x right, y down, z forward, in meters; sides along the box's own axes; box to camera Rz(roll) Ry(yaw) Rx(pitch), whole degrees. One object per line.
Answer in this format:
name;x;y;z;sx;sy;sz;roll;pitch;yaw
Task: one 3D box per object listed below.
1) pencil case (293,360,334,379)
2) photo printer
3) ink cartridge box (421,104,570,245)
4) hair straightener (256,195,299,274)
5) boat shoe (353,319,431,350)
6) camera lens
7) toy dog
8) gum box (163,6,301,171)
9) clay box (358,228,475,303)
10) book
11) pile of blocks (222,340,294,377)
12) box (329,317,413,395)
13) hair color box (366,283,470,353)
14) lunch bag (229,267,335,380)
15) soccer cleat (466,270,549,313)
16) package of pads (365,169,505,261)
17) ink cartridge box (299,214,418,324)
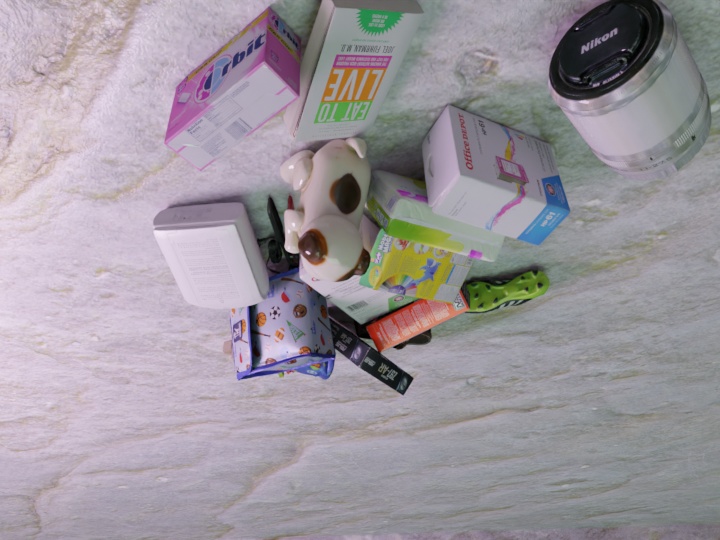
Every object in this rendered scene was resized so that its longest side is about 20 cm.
pencil case;-0.142;0.177;1.368;0.196;0.079;0.088;20;117;-26
photo printer;-0.250;-0.017;1.083;0.161;0.071;0.204;-3;131;12
ink cartridge box;0.197;-0.140;0.928;0.195;0.148;0.085;13;141;-21
hair straightener;-0.148;-0.055;1.110;0.074;0.042;0.202;-2;147;-1
boat shoe;0.071;0.135;1.339;0.195;0.072;0.071;16;138;-25
camera lens;0.349;-0.232;0.808;0.158;0.164;0.198;-30;136;31
toy dog;-0.036;-0.077;0.932;0.137;0.205;0.192;24;144;-35
gum box;-0.169;-0.229;0.811;0.197;0.116;0.066;-28;137;28
clay box;0.094;-0.016;1.057;0.195;0.048;0.117;12;116;-27
book;-0.013;-0.263;0.820;0.130;0.049;0.202;-9;148;-29
pile of blocks;-0.221;0.213;1.422;0.194;0.064;0.083;12;140;-18
box;-0.001;0.168;1.289;0.159;0.198;0.044;39;84;-41
hair color box;0.114;0.078;1.210;0.196;0.102;0.062;-27;98;15
lunch bag;-0.165;0.106;1.184;0.195;0.175;0.123;-16;163;23
soccer cleat;0.282;0.052;1.254;0.194;0.069;0.081;-14;155;12
package of pads;0.112;-0.090;0.985;0.195;0.155;0.070;14;110;-22
ink cartridge box;0.000;0.000;1.145;0.143;0.086;0.199;-24;138;25
